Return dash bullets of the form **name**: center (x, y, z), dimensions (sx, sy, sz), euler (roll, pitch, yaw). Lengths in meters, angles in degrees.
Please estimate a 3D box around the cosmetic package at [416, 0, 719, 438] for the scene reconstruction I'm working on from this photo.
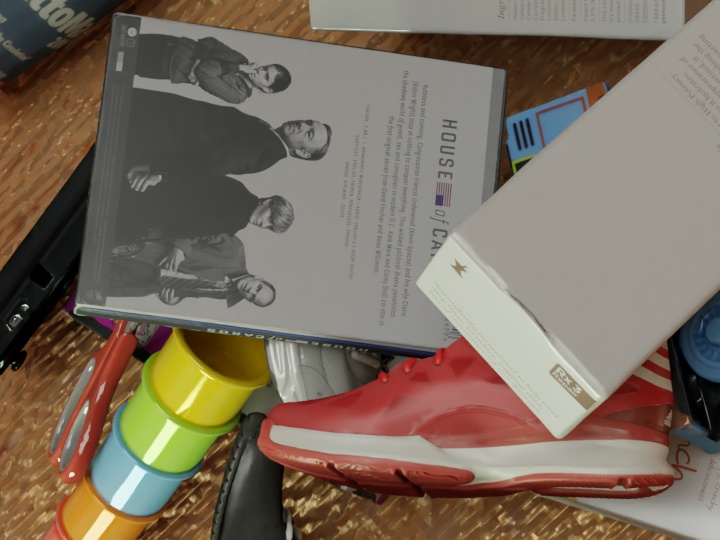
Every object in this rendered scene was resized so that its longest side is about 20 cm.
- **cosmetic package**: center (0.130, -0.029, 1.096), dimensions (0.200, 0.074, 0.102), euler (-40, 83, -22)

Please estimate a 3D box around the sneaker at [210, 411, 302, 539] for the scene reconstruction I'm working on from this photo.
- **sneaker**: center (-0.038, 0.171, 1.259), dimensions (0.088, 0.074, 0.201), euler (5, 103, 4)

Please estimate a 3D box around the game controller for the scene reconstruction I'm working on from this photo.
- **game controller**: center (-0.148, -0.028, 1.319), dimensions (0.042, 0.104, 0.200), euler (38, 116, -5)

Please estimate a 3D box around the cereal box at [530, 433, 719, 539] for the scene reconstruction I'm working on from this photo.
- **cereal box**: center (0.194, 0.071, 1.221), dimensions (0.199, 0.040, 0.144), euler (15, 81, 23)

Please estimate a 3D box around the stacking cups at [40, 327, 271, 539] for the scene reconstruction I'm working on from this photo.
- **stacking cups**: center (-0.115, 0.103, 1.275), dimensions (0.061, 0.060, 0.200), euler (51, 126, 23)

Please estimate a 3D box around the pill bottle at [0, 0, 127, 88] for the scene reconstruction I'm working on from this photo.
- **pill bottle**: center (-0.172, -0.198, 1.376), dimensions (0.200, 0.120, 0.120), euler (-33, 69, 11)

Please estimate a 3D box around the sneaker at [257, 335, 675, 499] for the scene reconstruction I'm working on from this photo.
- **sneaker**: center (0.053, 0.047, 1.155), dimensions (0.199, 0.078, 0.116), euler (3, 76, 11)

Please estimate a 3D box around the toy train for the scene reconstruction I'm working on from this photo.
- **toy train**: center (0.144, -0.003, 1.196), dimensions (0.114, 0.087, 0.201), euler (-20, 70, 22)

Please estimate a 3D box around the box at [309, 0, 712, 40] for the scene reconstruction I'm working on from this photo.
- **box**: center (0.086, -0.175, 1.260), dimensions (0.199, 0.124, 0.098), euler (4, 102, 21)

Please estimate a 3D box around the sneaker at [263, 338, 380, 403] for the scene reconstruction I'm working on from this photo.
- **sneaker**: center (0.000, 0.000, 1.229), dimensions (0.092, 0.076, 0.201), euler (-9, 75, 12)

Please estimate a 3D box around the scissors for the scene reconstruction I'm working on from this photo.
- **scissors**: center (-0.120, 0.023, 1.274), dimensions (0.014, 0.073, 0.201), euler (21, 106, -15)

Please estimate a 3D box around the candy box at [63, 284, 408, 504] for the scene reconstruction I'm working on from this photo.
- **candy box**: center (-0.042, 0.017, 1.311), dimensions (0.200, 0.061, 0.137), euler (31, 89, 24)

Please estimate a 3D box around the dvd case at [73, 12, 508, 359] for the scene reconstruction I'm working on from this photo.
- **dvd case**: center (-0.032, -0.040, 1.194), dimensions (0.199, 0.025, 0.151), euler (8, 77, -7)
